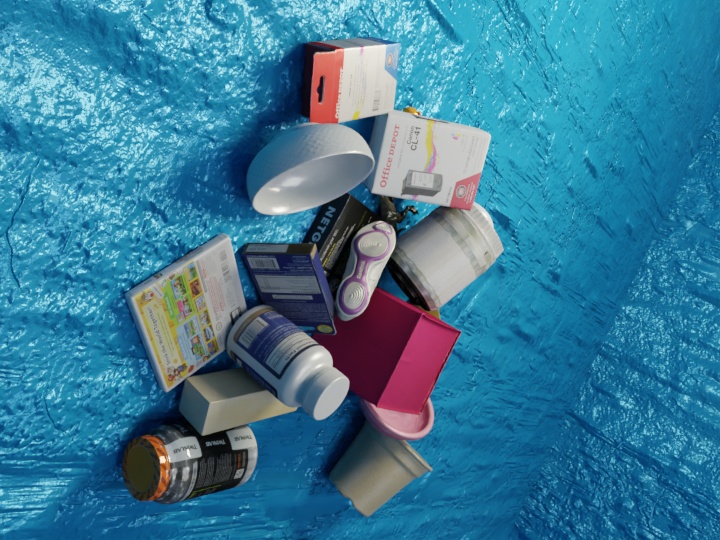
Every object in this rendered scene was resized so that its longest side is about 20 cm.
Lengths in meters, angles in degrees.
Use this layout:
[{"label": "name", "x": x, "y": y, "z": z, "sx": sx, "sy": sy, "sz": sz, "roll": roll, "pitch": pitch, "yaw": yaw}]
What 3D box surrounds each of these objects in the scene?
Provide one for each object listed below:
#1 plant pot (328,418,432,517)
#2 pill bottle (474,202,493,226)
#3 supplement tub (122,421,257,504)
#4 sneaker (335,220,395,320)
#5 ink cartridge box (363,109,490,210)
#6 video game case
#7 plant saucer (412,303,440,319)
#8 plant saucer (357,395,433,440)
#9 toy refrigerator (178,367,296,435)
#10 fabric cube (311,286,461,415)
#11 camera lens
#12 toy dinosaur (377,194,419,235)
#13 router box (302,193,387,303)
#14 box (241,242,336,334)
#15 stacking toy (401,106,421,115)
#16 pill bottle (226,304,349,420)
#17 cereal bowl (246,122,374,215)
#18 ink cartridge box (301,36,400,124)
[{"label": "plant pot", "x": 0.034, "y": 0.456, "z": 1.594, "sx": 0.184, "sy": 0.200, "sz": 0.201, "roll": -46, "pitch": 143, "yaw": -6}, {"label": "pill bottle", "x": 0.196, "y": -0.057, "z": 1.520, "sx": 0.200, "sy": 0.111, "sz": 0.111, "roll": -45, "pitch": 142, "yaw": -23}, {"label": "supplement tub", "x": -0.276, "y": 0.308, "z": 1.125, "sx": 0.200, "sy": 0.122, "sz": 0.123, "roll": 7, "pitch": 106, "yaw": -55}, {"label": "sneaker", "x": 0.000, "y": 0.000, "z": 1.254, "sx": 0.201, "sy": 0.075, "sz": 0.100, "roll": -64, "pitch": -179, "yaw": -20}, {"label": "ink cartridge box", "x": 0.118, "y": -0.201, "z": 1.253, "sx": 0.199, "sy": 0.086, "sz": 0.148, "roll": 7, "pitch": 109, "yaw": -16}, {"label": "video game case", "x": -0.260, "y": 0.067, "z": 1.077, "sx": 0.182, "sy": 0.023, "sz": 0.201, "roll": -37, "pitch": 139, "yaw": -33}, {"label": "plant saucer", "x": 0.137, "y": 0.154, "z": 1.561, "sx": 0.200, "sy": 0.048, "sz": 0.201, "roll": -87, "pitch": -176, "yaw": -61}, {"label": "plant saucer", "x": 0.070, "y": 0.294, "z": 1.532, "sx": 0.200, "sy": 0.201, "sz": 0.051, "roll": -8, "pitch": 146, "yaw": -50}, {"label": "toy refrigerator", "x": -0.197, "y": 0.213, "z": 1.163, "sx": 0.199, "sy": 0.076, "sz": 0.070, "roll": -4, "pitch": 120, "yaw": -47}, {"label": "fabric cube", "x": 0.046, "y": 0.148, "z": 1.377, "sx": 0.196, "sy": 0.199, "sz": 0.201, "roll": 28, "pitch": 89, "yaw": -55}, {"label": "camera lens", "x": 0.159, "y": -0.030, "z": 1.367, "sx": 0.200, "sy": 0.160, "sz": 0.160, "roll": -38, "pitch": 142, "yaw": -4}, {"label": "toy dinosaur", "x": 0.065, "y": -0.120, "z": 1.364, "sx": 0.088, "sy": 0.047, "sz": 0.201, "roll": -39, "pitch": 136, "yaw": -21}, {"label": "router box", "x": -0.043, "y": -0.033, "z": 1.270, "sx": 0.149, "sy": 0.051, "sz": 0.201, "roll": 33, "pitch": 85, "yaw": -54}, {"label": "box", "x": -0.113, "y": 0.033, "z": 1.165, "sx": 0.201, "sy": 0.120, "sz": 0.033, "roll": 76, "pitch": 22, "yaw": -43}, {"label": "stacking toy", "x": 0.131, "y": -0.239, "z": 1.340, "sx": 0.200, "sy": 0.116, "sz": 0.110, "roll": 52, "pitch": 47, "yaw": -36}, {"label": "pill bottle", "x": -0.117, "y": 0.152, "z": 1.127, "sx": 0.111, "sy": 0.200, "sz": 0.111, "roll": -37, "pitch": 147, "yaw": -30}, {"label": "cereal bowl", "x": -0.084, "y": -0.165, "z": 1.053, "sx": 0.199, "sy": 0.084, "sz": 0.200, "roll": -20, "pitch": 167, "yaw": -5}, {"label": "ink cartridge box", "x": -0.027, "y": -0.303, "z": 1.099, "sx": 0.200, "sy": 0.067, "sz": 0.117, "roll": -23, "pitch": 129, "yaw": -44}]
